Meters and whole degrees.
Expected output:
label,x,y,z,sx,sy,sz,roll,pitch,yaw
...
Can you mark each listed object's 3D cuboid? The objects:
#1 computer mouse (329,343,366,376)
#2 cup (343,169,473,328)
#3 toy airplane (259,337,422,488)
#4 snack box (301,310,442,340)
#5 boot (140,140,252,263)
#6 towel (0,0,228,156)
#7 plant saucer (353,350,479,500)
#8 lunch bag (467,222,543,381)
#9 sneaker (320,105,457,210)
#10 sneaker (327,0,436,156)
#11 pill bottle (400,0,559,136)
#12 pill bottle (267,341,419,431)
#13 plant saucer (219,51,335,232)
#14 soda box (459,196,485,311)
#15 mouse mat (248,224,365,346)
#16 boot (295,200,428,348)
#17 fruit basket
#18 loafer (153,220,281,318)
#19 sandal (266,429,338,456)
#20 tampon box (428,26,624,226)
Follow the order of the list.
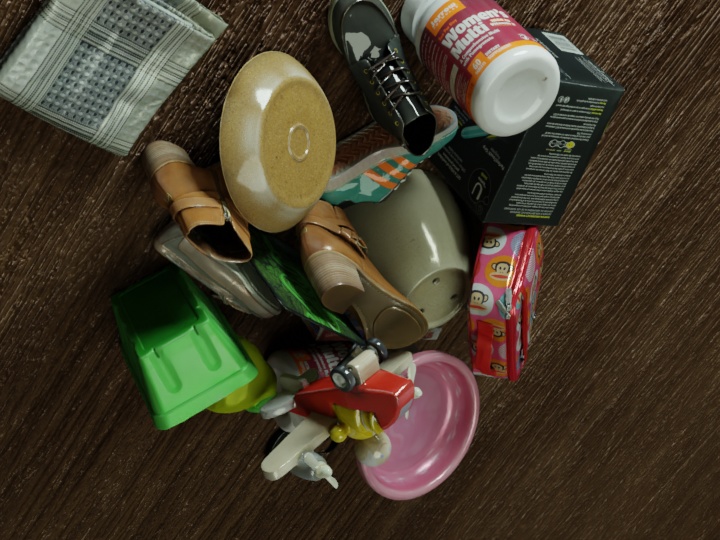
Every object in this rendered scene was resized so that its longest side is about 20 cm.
label,x,y,z,sx,sy,sz,roll,pitch,yaw
computer mouse,0.011,0.180,1.689,0.110,0.044,0.200,-51,130,-13
cup,0.067,-0.008,1.670,0.199,0.143,0.201,-18,135,-20
toy airplane,-0.020,0.170,1.520,0.199,0.199,0.142,-31,98,5
snack box,0.013,0.063,1.750,0.199,0.072,0.024,2,127,-34
boot,-0.144,-0.070,1.463,0.199,0.156,0.077,22,115,-43
towel,-0.257,-0.224,1.342,0.200,0.035,0.192,-49,136,13
plant saucer,0.066,0.195,1.677,0.200,0.051,0.202,-16,117,-35
lunch bag,0.179,0.047,1.662,0.081,0.177,0.201,10,147,14
sneaker,0.031,-0.134,1.593,0.199,0.072,0.080,-24,138,-2
sneaker,0.034,-0.227,1.475,0.075,0.106,0.200,-32,133,-4
pill bottle,0.128,-0.247,1.454,0.109,0.200,0.110,-18,135,-19
pill bottle,-0.021,0.147,1.763,0.199,0.110,0.110,-10,132,-26
plant saucer,-0.081,-0.143,1.443,0.200,0.035,0.202,-8,100,-56
soda box,0.175,-0.023,1.784,0.063,0.068,0.201,-18,135,-17
mouse mat,-0.082,0.007,1.540,0.008,0.200,0.161,-47,138,13
boot,0.000,0.000,1.562,0.074,0.155,0.200,-36,138,16
fruit basket,-0.194,0.114,1.561,0.155,0.216,0.216,-29,138,-8
loafer,-0.173,0.000,1.582,0.063,0.072,0.200,-30,133,13
sandal,-0.051,0.231,1.877,0.199,0.045,0.075,-35,138,-2
tampon box,0.200,-0.178,1.601,0.126,0.150,0.201,2,126,-34
